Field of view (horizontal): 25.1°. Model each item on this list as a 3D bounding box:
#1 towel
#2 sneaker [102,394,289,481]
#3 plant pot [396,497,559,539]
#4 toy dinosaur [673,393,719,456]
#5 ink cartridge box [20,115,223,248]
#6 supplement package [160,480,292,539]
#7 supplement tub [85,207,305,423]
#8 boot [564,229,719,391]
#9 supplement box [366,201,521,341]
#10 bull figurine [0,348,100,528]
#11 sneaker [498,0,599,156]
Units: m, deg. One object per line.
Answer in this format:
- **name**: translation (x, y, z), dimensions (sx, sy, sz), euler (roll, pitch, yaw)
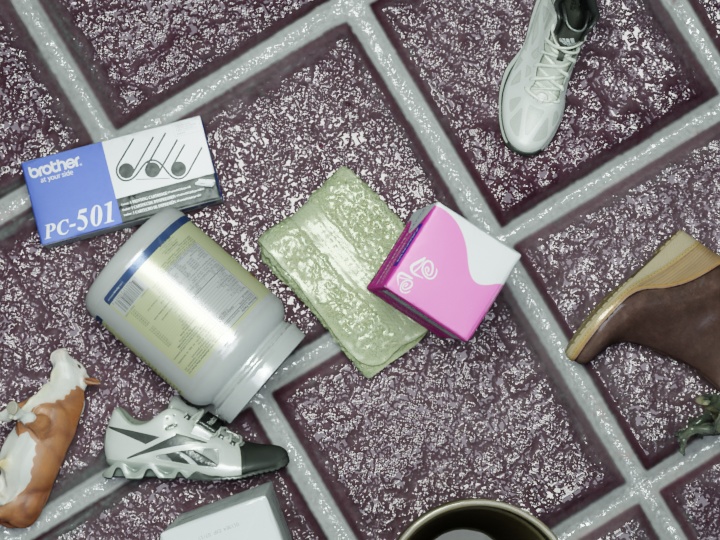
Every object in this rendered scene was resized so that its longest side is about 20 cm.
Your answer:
- **towel**: translation (0.000, 0.000, 1.750), dimensions (0.148, 0.036, 0.200), euler (-41, 89, -4)
- **sneaker**: translation (-0.174, 0.178, 1.717), dimensions (0.199, 0.074, 0.089), euler (1, 89, -2)
- **plant pot**: translation (0.116, 0.329, 1.669), dimensions (0.199, 0.174, 0.201), euler (0, 87, -1)
- **toy dinosaur**: translation (0.378, 0.155, 1.713), dimensions (0.088, 0.200, 0.048), euler (-38, 63, 30)
- **ink cartridge box**: translation (-0.255, -0.094, 1.742), dimensions (0.199, 0.044, 0.095), euler (-15, 86, -2)
- **supplement package**: translation (-0.126, 0.290, 1.650), dimensions (0.113, 0.200, 0.110), euler (-20, 87, -2)
- **supplement tub**: translation (-0.171, 0.048, 1.688), dimensions (0.200, 0.145, 0.145), euler (41, 87, 0)
- **boot**: translation (0.338, 0.074, 1.737), dimensions (0.200, 0.072, 0.166), euler (-42, 87, -7)
- **supplement box**: translation (0.081, 0.002, 1.637), dimensions (0.103, 0.200, 0.101), euler (33, 86, -5)
- **bull figurine**: translation (-0.348, 0.179, 1.697), dimensions (0.065, 0.121, 0.201), euler (20, 94, 35)
- **sneaker**: translation (0.199, -0.225, 1.726), dimensions (0.075, 0.115, 0.202), euler (16, 87, -1)
